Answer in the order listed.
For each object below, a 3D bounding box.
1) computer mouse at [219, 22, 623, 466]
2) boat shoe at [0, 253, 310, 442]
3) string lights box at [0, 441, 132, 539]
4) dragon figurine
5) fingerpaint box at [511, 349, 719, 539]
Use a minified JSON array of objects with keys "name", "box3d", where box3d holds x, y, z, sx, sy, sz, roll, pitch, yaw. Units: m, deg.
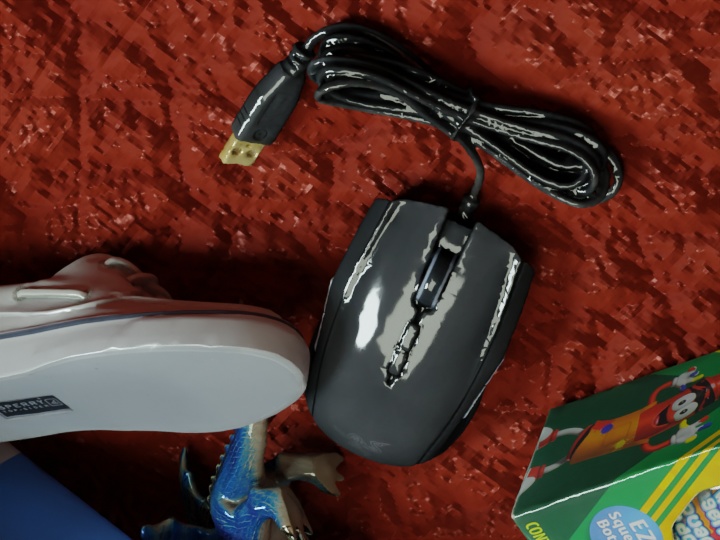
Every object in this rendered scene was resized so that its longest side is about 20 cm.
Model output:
[{"name":"computer mouse","box3d":[0.000,0.000,1.096,0.140,0.046,0.200,28,131,-2]},{"name":"boat shoe","box3d":[-0.108,0.025,1.143,0.199,0.066,0.074,-4,148,26]},{"name":"string lights box","box3d":[-0.111,0.161,1.187,0.200,0.059,0.103,32,144,38]},{"name":"dragon figurine","box3d":[-0.056,0.111,1.193,0.099,0.059,0.200,-6,124,24]},{"name":"fingerpaint box","box3d":[0.184,0.124,1.100,0.167,0.073,0.200,-21,116,32]}]
